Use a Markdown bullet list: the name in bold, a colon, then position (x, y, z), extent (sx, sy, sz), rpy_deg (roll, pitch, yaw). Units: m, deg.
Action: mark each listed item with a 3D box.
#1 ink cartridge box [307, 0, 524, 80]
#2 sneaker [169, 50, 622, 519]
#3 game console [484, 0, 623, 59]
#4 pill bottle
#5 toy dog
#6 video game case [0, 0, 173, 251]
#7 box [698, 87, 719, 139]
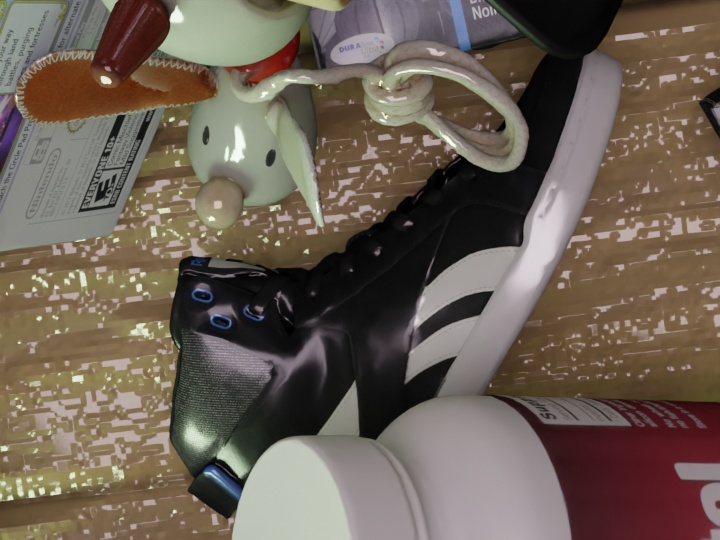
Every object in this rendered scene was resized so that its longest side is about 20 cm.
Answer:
- **ink cartridge box**: position (0.012, -0.170, 0.769), extent (0.099, 0.039, 0.202), rpy_deg (-14, 95, 5)
- **sneaker**: position (0.000, 0.000, 0.770), extent (0.111, 0.073, 0.201), rpy_deg (26, 99, -2)
- **game console**: position (0.057, -0.194, 0.647), extent (0.200, 0.117, 0.176), rpy_deg (38, 123, -25)
- **pill bottle**: position (0.066, 0.096, 0.720), extent (0.199, 0.113, 0.114), rpy_deg (3, 98, -28)
- **toy dog**: position (-0.043, -0.059, 0.668), extent (0.131, 0.200, 0.097), rpy_deg (11, 62, 31)
- **video game case**: position (-0.105, -0.098, 0.693), extent (0.045, 0.181, 0.201), rpy_deg (32, 110, 21)
- **box**: position (0.238, -0.041, 0.768), extent (0.199, 0.044, 0.161), rpy_deg (-31, 94, 6)
